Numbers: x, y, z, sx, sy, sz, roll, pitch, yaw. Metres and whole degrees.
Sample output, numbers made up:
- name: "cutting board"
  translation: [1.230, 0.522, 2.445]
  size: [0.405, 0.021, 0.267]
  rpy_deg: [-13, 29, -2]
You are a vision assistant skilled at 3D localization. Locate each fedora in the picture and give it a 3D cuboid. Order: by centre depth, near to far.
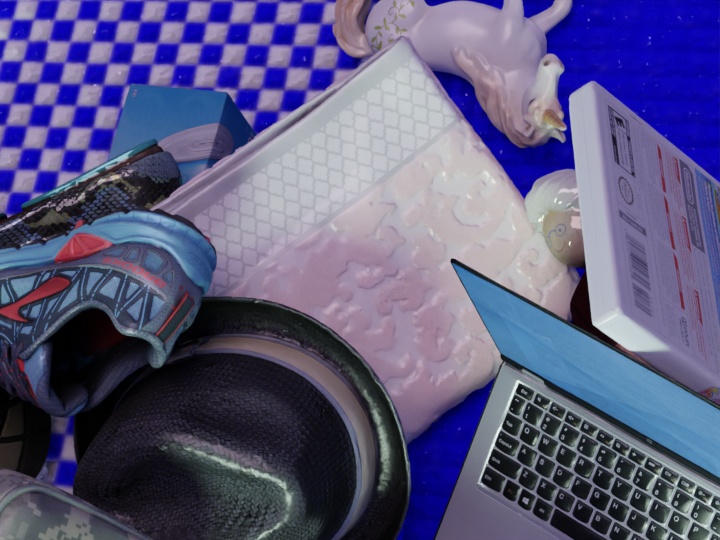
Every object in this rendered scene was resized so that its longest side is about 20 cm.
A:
- name: "fedora"
  translation: [-0.078, 0.111, 1.055]
  size: [0.200, 0.092, 0.201]
  rpy_deg: [7, 110, 20]

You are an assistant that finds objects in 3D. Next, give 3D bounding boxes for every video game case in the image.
- name: "video game case"
  translation: [0.175, 0.011, 0.980]
  size: [0.018, 0.200, 0.144]
  rpy_deg: [-31, 42, 32]

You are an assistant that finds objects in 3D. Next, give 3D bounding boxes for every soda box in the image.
- name: "soda box"
  translation: [-0.122, -0.007, 1.187]
  size: [0.068, 0.064, 0.201]
  rpy_deg: [6, 69, 20]

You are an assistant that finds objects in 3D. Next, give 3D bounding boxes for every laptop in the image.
- name: "laptop"
  translation: [0.113, 0.116, 0.979]
  size: [0.187, 0.116, 0.201]
  rpy_deg: [30, 112, 27]

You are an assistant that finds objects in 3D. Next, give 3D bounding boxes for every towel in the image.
- name: "towel"
  translation: [0.000, 0.000, 1.108]
  size: [0.200, 0.032, 0.191]
  rpy_deg: [-36, 98, -2]

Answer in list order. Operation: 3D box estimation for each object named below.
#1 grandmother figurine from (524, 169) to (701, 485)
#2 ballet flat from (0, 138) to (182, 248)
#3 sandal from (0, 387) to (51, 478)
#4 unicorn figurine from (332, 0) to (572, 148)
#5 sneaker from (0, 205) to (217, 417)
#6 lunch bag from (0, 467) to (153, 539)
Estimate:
- name: "grandmother figurine"
  translation: [0.150, 0.030, 1.061]
  size: [0.121, 0.060, 0.200]
  rpy_deg: [-44, 66, 36]
- name: "ballet flat"
  translation: [-0.191, -0.009, 1.139]
  size: [0.199, 0.074, 0.074]
  rpy_deg: [-22, 62, 11]
- name: "sandal"
  translation: [-0.237, 0.057, 1.195]
  size: [0.057, 0.080, 0.201]
  rpy_deg: [-34, 52, 19]
- name: "unicorn figurine"
  translation: [0.071, -0.145, 1.193]
  size: [0.199, 0.074, 0.138]
  rpy_deg: [10, 79, 36]
- name: "sneaker"
  translation: [-0.170, 0.034, 1.057]
  size: [0.200, 0.079, 0.096]
  rpy_deg: [-22, 40, 33]
- name: "lunch bag"
  translation: [-0.207, 0.190, 0.993]
  size: [0.167, 0.139, 0.201]
  rpy_deg: [8, 71, 43]
